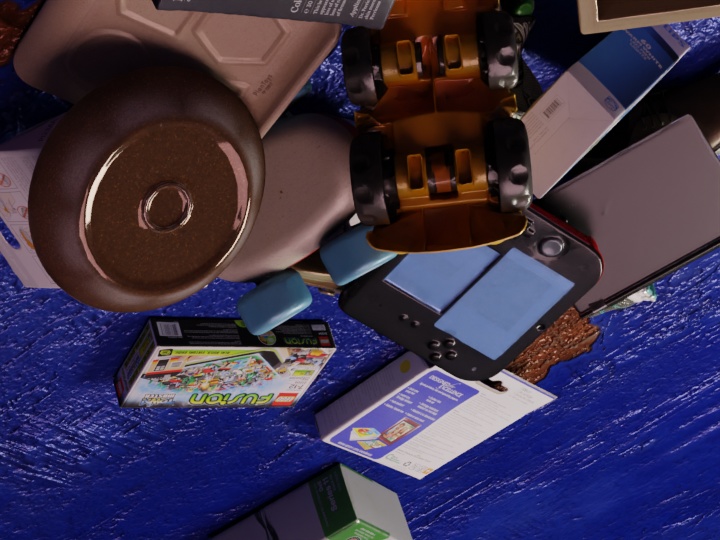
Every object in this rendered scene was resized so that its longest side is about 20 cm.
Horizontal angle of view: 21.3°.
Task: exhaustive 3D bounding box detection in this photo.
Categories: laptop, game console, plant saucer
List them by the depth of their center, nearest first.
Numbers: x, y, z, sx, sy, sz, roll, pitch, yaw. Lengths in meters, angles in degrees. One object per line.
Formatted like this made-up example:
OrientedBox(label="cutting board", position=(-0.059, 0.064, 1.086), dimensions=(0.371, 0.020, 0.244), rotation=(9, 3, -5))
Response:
OrientedBox(label="plant saucer", position=(-0.153, -0.054, 1.452), dimensions=(0.199, 0.037, 0.202), rotation=(-14, 119, -26))
OrientedBox(label="game console", position=(0.103, 0.010, 1.739), dimensions=(0.176, 0.031, 0.200), rotation=(27, 125, -26))
OrientedBox(label="laptop", position=(0.266, -0.049, 1.795), dimensions=(0.186, 0.117, 0.200), rotation=(-29, 175, 15))

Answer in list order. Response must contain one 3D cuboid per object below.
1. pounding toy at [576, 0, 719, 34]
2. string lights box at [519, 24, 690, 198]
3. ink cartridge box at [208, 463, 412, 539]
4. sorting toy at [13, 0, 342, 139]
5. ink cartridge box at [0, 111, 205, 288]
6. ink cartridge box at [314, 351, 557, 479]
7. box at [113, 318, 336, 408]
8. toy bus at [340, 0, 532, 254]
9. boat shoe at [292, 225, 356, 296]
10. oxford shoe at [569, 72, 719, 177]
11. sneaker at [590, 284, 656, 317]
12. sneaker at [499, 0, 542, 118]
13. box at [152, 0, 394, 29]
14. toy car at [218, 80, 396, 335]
OrientedBox(label="pounding toy", position=(0.244, -0.307, 1.444), dimensions=(0.182, 0.143, 0.200), rotation=(-7, 146, 7))
OrientedBox(label="string lights box", position=(0.196, -0.146, 1.605), dimensions=(0.103, 0.059, 0.200), rotation=(-47, 176, 36))
OrientedBox(label="ink cartridge box", position=(-0.058, 0.325, 2.255), dimensions=(0.199, 0.084, 0.146), rotation=(-31, 147, 17))
OrientedBox(label="sorting toy", position=(-0.140, -0.177, 1.458), dimensions=(0.199, 0.037, 0.185), rotation=(25, 130, -21))
OrientedBox(label="ink cartridge box", position=(-0.226, -0.054, 1.547), dimensions=(0.199, 0.050, 0.163), rotation=(2, 136, 35))
OrientedBox(label="ink cartridge box", position=(0.083, 0.148, 2.105), dimensions=(0.199, 0.047, 0.197), rotation=(-36, 143, 21))
OrientedBox(label="box", position=(-0.135, 0.094, 1.911), dimensions=(0.199, 0.035, 0.110), rotation=(2, 143, -30))
OrientedBox(label="toy bus", position=(0.064, -0.113, 1.498), dimensions=(0.134, 0.202, 0.192), rotation=(-6, 179, 7))
OrientedBox(label="boat shoe", position=(0.000, -0.002, 1.808), dimensions=(0.199, 0.073, 0.063), rotation=(-3, 141, -37))
OrientedBox(label="oxford shoe", position=(0.279, -0.134, 1.755), dimensions=(0.199, 0.073, 0.084), rotation=(-28, 145, 13))
OrientedBox(label="sneaker", position=(0.228, 0.000, 1.933), dimensions=(0.091, 0.078, 0.200), rotation=(-26, 146, 18))
OrientedBox(label="sneaker", position=(0.115, -0.189, 1.578), dimensions=(0.085, 0.078, 0.200), rotation=(-26, 147, 10))
OrientedBox(label="box", position=(-0.044, -0.280, 1.307), dimensions=(0.181, 0.104, 0.201), rotation=(1, 134, -31))
OrientedBox(label="toy car", position=(-0.047, -0.071, 1.631), dimensions=(0.176, 0.185, 0.200), rotation=(-30, 177, 22))
